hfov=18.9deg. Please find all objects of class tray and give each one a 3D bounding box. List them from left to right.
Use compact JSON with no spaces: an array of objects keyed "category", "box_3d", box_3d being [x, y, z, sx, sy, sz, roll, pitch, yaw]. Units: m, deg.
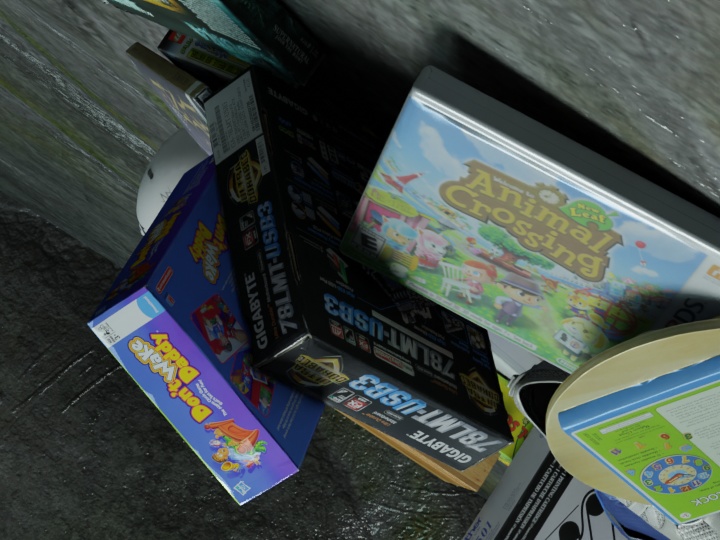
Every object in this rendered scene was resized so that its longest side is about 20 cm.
[{"category":"tray","box_3d":[0.001,0.091,1.561,0.200,0.037,0.099,33,174,-5]}]

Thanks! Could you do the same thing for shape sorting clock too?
[{"category":"shape sorting clock","box_3d":[0.201,0.079,1.179,0.199,0.039,0.200,2,143,1]}]

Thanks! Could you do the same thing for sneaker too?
[{"category":"sneaker","box_3d":[0.172,0.124,1.367,0.200,0.075,0.082,33,-160,32]}]

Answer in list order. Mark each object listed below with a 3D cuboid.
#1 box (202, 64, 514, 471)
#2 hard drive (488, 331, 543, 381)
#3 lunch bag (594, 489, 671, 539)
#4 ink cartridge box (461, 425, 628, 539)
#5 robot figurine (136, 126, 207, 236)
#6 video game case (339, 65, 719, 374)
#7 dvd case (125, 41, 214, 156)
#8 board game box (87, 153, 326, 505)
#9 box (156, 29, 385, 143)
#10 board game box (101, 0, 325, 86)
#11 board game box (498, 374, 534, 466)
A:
[{"category":"box","box_3d":[0.000,0.000,1.288,0.200,0.050,0.199,28,-140,-44]},{"category":"hard drive","box_3d":[0.042,0.014,1.518,0.132,0.027,0.200,29,172,48]},{"category":"lunch bag","box_3d":[0.263,0.168,1.451,0.200,0.133,0.136,30,172,25]},{"category":"ink cartridge box","box_3d":[0.156,0.152,1.538,0.094,0.200,0.044,36,172,-21]},{"category":"robot figurine","box_3d":[-0.076,-0.029,1.649,0.200,0.125,0.150,33,154,0]},{"category":"video game case","box_3d":[0.097,-0.011,1.152,0.199,0.022,0.182,28,150,1]},{"category":"dvd case","box_3d":[-0.085,-0.076,1.417,0.149,0.016,0.200,52,174,-22]},{"category":"board game box","box_3d":[-0.071,0.025,1.243,0.135,0.045,0.200,52,-155,-14]},{"category":"box","box_3d":[-0.035,-0.094,1.430,0.110,0.035,0.200,26,169,47]},{"category":"board game box","box_3d":[-0.126,-0.181,1.288,0.200,0.028,0.135,26,170,40]},{"category":"board game box","box_3d":[0.074,0.089,1.586,0.200,0.048,0.102,35,176,-19]}]
